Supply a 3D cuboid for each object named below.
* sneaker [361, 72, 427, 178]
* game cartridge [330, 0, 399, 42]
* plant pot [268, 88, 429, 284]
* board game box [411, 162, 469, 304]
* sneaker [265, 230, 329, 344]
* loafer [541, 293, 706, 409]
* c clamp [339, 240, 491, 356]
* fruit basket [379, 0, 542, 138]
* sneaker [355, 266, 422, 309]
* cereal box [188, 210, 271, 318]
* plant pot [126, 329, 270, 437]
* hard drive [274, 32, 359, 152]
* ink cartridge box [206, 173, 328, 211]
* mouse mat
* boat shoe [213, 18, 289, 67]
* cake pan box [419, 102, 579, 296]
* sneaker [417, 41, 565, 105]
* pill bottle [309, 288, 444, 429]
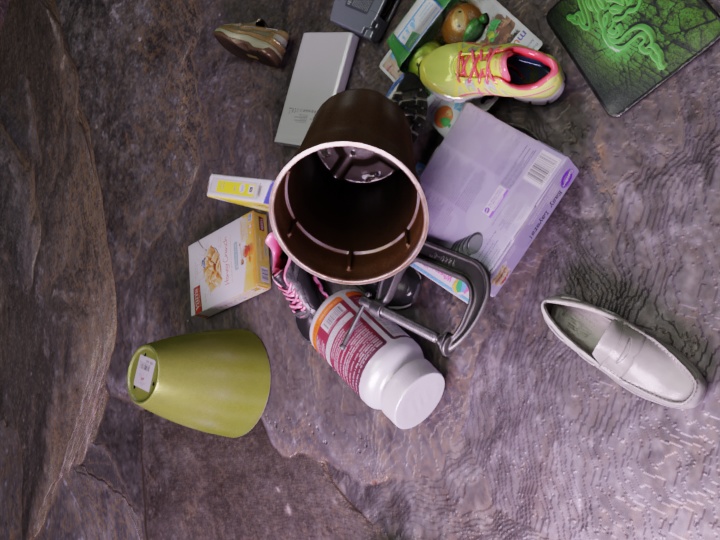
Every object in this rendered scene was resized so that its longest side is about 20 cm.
[{"bbox_3d":[0.037,-0.211,1.030,0.202,0.076,0.091,115,145,-44],"label":"sneaker"},{"bbox_3d":[0.028,-0.500,1.167,0.133,0.041,0.203,39,106,44],"label":"game cartridge"},{"bbox_3d":[-0.008,-0.126,0.901,0.199,0.199,0.201,-35,28,29],"label":"plant pot"},{"bbox_3d":[0.122,-0.053,0.967,0.199,0.034,0.137,35,97,41],"label":"board game box"},{"bbox_3d":[-0.106,0.023,1.101,0.078,0.094,0.206,-14,90,35],"label":"sneaker"},{"bbox_3d":[0.286,0.088,0.774,0.198,0.069,0.071,32,100,41],"label":"loafer"},{"bbox_3d":[0.074,0.047,0.883,0.197,0.027,0.175,16,83,44],"label":"c clamp"},{"bbox_3d":[0.133,-0.311,0.992,0.186,0.093,0.202,-48,57,21],"label":"fruit basket"},{"bbox_3d":[0.000,0.000,1.035,0.198,0.087,0.078,24,94,41],"label":"sneaker"},{"bbox_3d":[-0.248,-0.008,1.286,0.197,0.039,0.148,-23,65,35],"label":"cereal box"},{"bbox_3d":[-0.285,0.182,1.167,0.184,0.198,0.193,-12,72,38],"label":"plant pot"},{"bbox_3d":[-0.080,-0.318,1.223,0.130,0.026,0.206,16,90,42],"label":"hard drive"},{"bbox_3d":[-0.105,-0.106,1.080,0.197,0.195,0.048,16,92,42],"label":"ink cartridge box"},{"bbox_3d":[0.338,-0.313,0.869,0.160,0.007,0.204,-38,56,28],"label":"mouse mat"},{"bbox_3d":[-0.208,-0.456,1.351,0.198,0.072,0.077,29,84,34],"label":"boat shoe"},{"bbox_3d":[0.159,-0.100,0.900,0.183,0.052,0.203,38,99,38],"label":"cake pan box"},{"bbox_3d":[0.170,-0.265,0.896,0.194,0.090,0.081,5,93,11],"label":"sneaker"},{"bbox_3d":[0.021,0.122,0.973,0.199,0.108,0.111,41,106,39],"label":"pill bottle"}]
